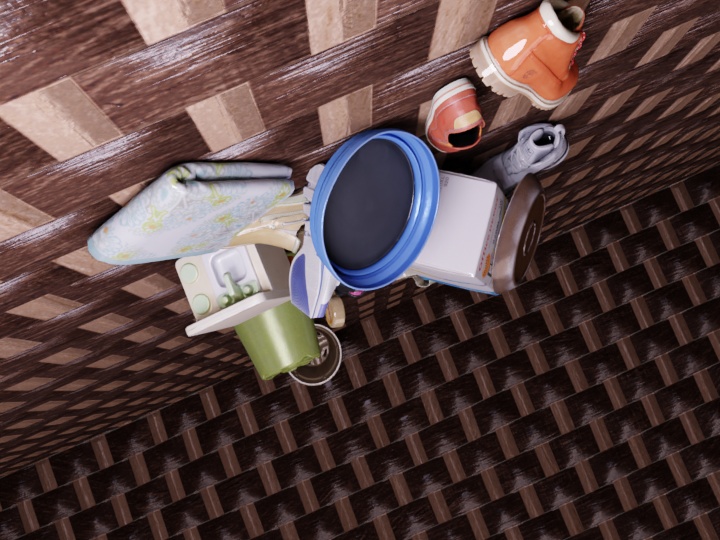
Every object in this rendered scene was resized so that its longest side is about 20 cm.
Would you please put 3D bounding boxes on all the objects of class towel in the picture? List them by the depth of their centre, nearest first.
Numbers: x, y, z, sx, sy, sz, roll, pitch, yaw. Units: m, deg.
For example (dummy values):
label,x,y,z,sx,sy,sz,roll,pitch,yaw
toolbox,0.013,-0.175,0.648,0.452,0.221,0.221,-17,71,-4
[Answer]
label,x,y,z,sx,sy,sz,roll,pitch,yaw
towel,-0.188,-0.068,0.881,0.170,0.049,0.198,-33,168,34

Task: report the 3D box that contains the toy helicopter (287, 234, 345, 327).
label,x,y,z,sx,sy,sz,roll,pitch,yaw
toy helicopter,-0.062,0.006,1.227,0.077,0.202,0.135,-5,131,-22

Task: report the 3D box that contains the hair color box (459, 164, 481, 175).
label,x,y,z,sx,sy,sz,roll,pitch,yaw
hair color box,0.203,-0.109,1.458,0.063,0.113,0.200,-20,172,-13

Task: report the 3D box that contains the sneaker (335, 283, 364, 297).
label,x,y,z,sx,sy,sz,roll,pitch,yaw
sneaker,0.000,0.000,1.325,0.075,0.086,0.199,-10,173,-27

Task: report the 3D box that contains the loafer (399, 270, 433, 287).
label,x,y,z,sx,sy,sz,roll,pitch,yaw
loafer,0.135,-0.002,1.496,0.195,0.070,0.075,8,169,-25

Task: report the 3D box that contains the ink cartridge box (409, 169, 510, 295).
label,x,y,z,sx,sy,sz,roll,pitch,yaw
ink cartridge box,0.155,-0.059,1.239,0.141,0.151,0.199,13,176,23

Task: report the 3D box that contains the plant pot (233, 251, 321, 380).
label,x,y,z,sx,sy,sz,roll,pitch,yaw
plant pot,-0.161,0.093,1.441,0.196,0.194,0.200,-21,172,-3

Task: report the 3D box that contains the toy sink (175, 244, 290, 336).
label,x,y,z,sx,sy,sz,roll,pitch,yaw
toy sink,-0.188,0.013,1.152,0.128,0.115,0.200,-24,177,11

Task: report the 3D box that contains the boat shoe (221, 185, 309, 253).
label,x,y,z,sx,sy,sz,roll,pitch,yaw
boat shoe,-0.103,-0.060,1.046,0.196,0.078,0.072,-21,172,-14

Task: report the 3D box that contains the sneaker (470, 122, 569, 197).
label,x,y,z,sx,sy,sz,roll,pitch,yaw
sneaker,0.260,-0.184,1.297,0.197,0.076,0.115,-29,169,8

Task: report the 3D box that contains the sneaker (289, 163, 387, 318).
label,x,y,z,sx,sy,sz,roll,pitch,yaw
sneaker,-0.021,-0.036,1.025,0.113,0.205,0.080,-1,-158,-35

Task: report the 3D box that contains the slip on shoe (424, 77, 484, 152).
label,x,y,z,sx,sy,sz,roll,pitch,yaw
slip on shoe,0.123,-0.180,0.982,0.073,0.062,0.200,-25,173,1

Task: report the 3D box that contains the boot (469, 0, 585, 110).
label,x,y,z,sx,sy,sz,roll,pitch,yaw
boot,0.211,-0.237,0.840,0.106,0.076,0.198,-35,166,34

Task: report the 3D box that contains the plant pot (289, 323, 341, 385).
label,x,y,z,sx,sy,sz,roll,pitch,yaw
plant pot,-0.166,0.276,2.642,0.196,0.205,0.183,-22,-177,-4

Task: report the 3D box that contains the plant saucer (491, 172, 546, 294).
label,x,y,z,sx,sy,sz,roll,pitch,yaw
plant saucer,0.264,-0.056,1.261,0.031,0.206,0.199,17,-172,22

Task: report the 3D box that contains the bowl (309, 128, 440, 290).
label,x,y,z,sx,sy,sz,roll,pitch,yaw
bowl,0.018,-0.077,0.967,0.197,0.206,0.039,-17,-150,-38
